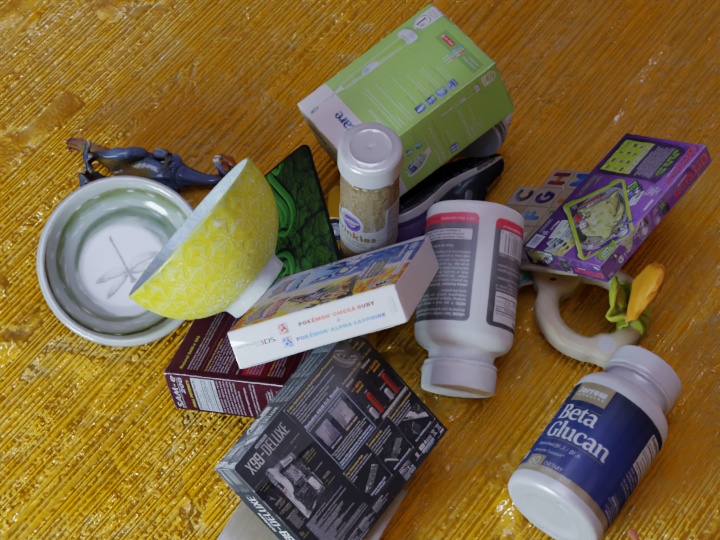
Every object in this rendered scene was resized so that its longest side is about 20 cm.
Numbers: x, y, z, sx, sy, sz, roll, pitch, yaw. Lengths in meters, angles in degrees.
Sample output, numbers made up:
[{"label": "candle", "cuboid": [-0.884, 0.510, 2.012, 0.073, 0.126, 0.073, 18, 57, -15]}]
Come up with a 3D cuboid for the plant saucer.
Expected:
[{"label": "plant saucer", "cuboid": [-0.272, -0.007, 1.755, 0.198, 0.050, 0.203, 2, 76, -6]}]

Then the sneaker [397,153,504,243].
[{"label": "sneaker", "cuboid": [0.103, -0.067, 1.779, 0.199, 0.088, 0.075, -34, 19, -37]}]

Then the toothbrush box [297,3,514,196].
[{"label": "toothbrush box", "cuboid": [0.051, -0.188, 1.741, 0.199, 0.086, 0.146, -37, 48, -5]}]

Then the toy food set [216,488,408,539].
[{"label": "toy food set", "cuboid": [-0.058, 0.274, 1.581, 0.143, 0.061, 0.201, 29, 65, 8]}]

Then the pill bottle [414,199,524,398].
[{"label": "pill bottle", "cuboid": [0.116, 0.033, 1.660, 0.109, 0.111, 0.202, 5, 77, 8]}]

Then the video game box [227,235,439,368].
[{"label": "video game box", "cuboid": [-0.023, 0.029, 1.554, 0.180, 0.200, 0.047, -19, 100, 16]}]

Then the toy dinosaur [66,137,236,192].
[{"label": "toy dinosaur", "cuboid": [-0.245, -0.132, 1.834, 0.180, 0.106, 0.201, -6, 43, -22]}]

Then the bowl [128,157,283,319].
[{"label": "bowl", "cuboid": [-0.149, -0.013, 1.654, 0.108, 0.200, 0.201, 42, 65, -9]}]

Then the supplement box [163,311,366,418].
[{"label": "supplement box", "cuboid": [-0.100, 0.104, 1.650, 0.198, 0.061, 0.109, 5, 43, 21]}]

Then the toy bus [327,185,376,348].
[{"label": "toy bus", "cuboid": [0.000, 0.000, 1.738, 0.077, 0.065, 0.202, -7, 57, -3]}]

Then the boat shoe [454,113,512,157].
[{"label": "boat shoe", "cuboid": [0.091, -0.184, 1.830, 0.200, 0.075, 0.086, 0, 38, 32]}]

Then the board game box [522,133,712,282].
[{"label": "board game box", "cuboid": [0.283, -0.073, 1.674, 0.200, 0.032, 0.120, -45, 31, -21]}]

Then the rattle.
[{"label": "rattle", "cuboid": [0.228, 0.005, 1.675, 0.200, 0.143, 0.130, 42, 83, 20]}]

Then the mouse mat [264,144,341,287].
[{"label": "mouse mat", "cuboid": [-0.094, -0.028, 1.741, 0.160, 0.007, 0.202, -37, 51, 28]}]

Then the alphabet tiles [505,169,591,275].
[{"label": "alphabet tiles", "cuboid": [0.233, -0.058, 1.726, 0.199, 0.006, 0.167, 7, 48, 45]}]

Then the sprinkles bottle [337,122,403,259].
[{"label": "sprinkles bottle", "cuboid": [0.010, -0.070, 1.624, 0.067, 0.201, 0.069, 0, 56, 0]}]

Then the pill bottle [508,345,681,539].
[{"label": "pill bottle", "cuboid": [0.249, 0.177, 1.576, 0.110, 0.111, 0.200, 29, 64, 21]}]

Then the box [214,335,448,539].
[{"label": "box", "cuboid": [-0.027, 0.180, 1.529, 0.158, 0.050, 0.200, 47, 65, -16]}]

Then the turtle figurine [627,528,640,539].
[{"label": "turtle figurine", "cuboid": [0.249, 0.367, 1.484, 0.160, 0.065, 0.202, -19, 66, 1]}]
